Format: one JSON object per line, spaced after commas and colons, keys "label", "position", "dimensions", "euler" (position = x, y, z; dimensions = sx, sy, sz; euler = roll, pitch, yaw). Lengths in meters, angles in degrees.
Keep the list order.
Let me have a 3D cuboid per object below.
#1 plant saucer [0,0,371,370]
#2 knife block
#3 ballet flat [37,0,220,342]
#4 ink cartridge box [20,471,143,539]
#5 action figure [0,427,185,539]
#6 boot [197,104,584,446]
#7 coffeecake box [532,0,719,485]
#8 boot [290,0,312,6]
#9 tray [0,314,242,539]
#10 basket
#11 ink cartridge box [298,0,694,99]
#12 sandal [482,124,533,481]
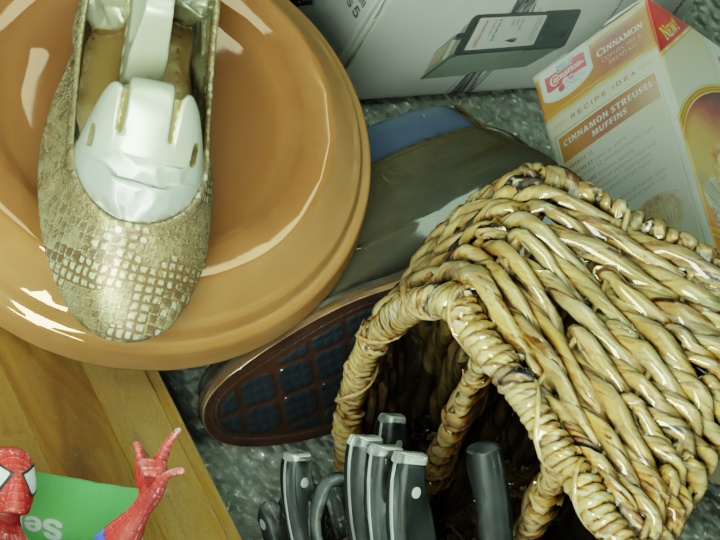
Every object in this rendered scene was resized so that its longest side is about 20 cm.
{"label": "plant saucer", "position": [-0.089, -0.057, 1.133], "dimensions": [0.199, 0.037, 0.201], "euler": [7, 61, -12]}
{"label": "knife block", "position": [0.031, 0.156, 1.008], "dimensions": [0.064, 0.176, 0.200], "euler": [-19, 65, -33]}
{"label": "ballet flat", "position": [-0.086, -0.071, 1.082], "dimensions": [0.070, 0.065, 0.201], "euler": [5, 61, -11]}
{"label": "ink cartridge box", "position": [-0.127, 0.185, 0.910], "dimensions": [0.084, 0.146, 0.201], "euler": [12, 48, -20]}
{"label": "action figure", "position": [-0.091, 0.122, 0.817], "dimensions": [0.065, 0.099, 0.201], "euler": [8, 47, -22]}
{"label": "boot", "position": [0.000, 0.000, 1.200], "dimensions": [0.200, 0.075, 0.097], "euler": [-28, 46, -20]}
{"label": "coffeecake box", "position": [0.168, -0.001, 1.268], "dimensions": [0.153, 0.073, 0.201], "euler": [27, 39, -41]}
{"label": "boot", "position": [-0.072, -0.193, 1.229], "dimensions": [0.073, 0.162, 0.199], "euler": [-38, 98, -37]}
{"label": "tray", "position": [-0.113, 0.076, 1.092], "dimensions": [0.098, 0.037, 0.200], "euler": [-9, 58, -37]}
{"label": "basket", "position": [0.051, 0.076, 1.068], "dimensions": [0.142, 0.200, 0.149], "euler": [28, 56, 4]}
{"label": "ink cartridge box", "position": [0.046, -0.166, 1.359], "dimensions": [0.199, 0.084, 0.146], "euler": [-6, 57, -36]}
{"label": "sandal", "position": [0.073, 0.011, 1.246], "dimensions": [0.081, 0.055, 0.201], "euler": [16, 47, -19]}
